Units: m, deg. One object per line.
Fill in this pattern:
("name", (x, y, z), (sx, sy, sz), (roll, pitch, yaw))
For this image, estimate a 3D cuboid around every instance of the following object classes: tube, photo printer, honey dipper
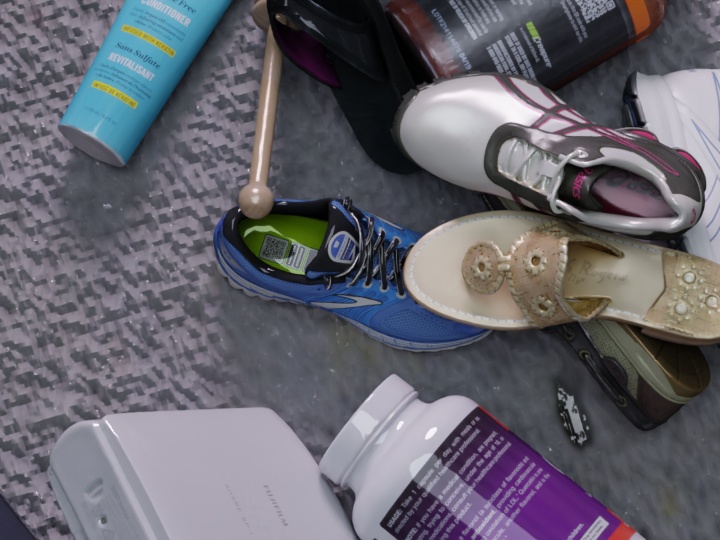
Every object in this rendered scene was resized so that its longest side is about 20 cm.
("tube", (-0.129, -0.165, 1.696), (0.077, 0.050, 0.200), (29, 76, -1))
("photo printer", (-0.079, 0.162, 1.557), (0.069, 0.200, 0.167), (-40, 66, 28))
("honey dipper", (-0.058, -0.119, 1.648), (0.038, 0.038, 0.200), (5, 56, 3))

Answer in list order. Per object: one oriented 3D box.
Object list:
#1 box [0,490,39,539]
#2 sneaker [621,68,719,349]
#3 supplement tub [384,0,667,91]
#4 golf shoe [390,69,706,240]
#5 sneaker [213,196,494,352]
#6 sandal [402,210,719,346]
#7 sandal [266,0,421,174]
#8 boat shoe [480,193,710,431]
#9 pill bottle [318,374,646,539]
("box", (-0.244, 0.251, 1.524), (0.198, 0.200, 0.123), (48, 48, 9))
("sneaker", (0.232, -0.042, 1.646), (0.087, 0.075, 0.201), (-14, 79, -6))
("supplement tub", (0.123, -0.174, 1.656), (0.200, 0.107, 0.107), (-30, 80, -4))
("golf shoe", (0.115, -0.070, 1.568), (0.199, 0.088, 0.077), (15, 102, 3))
("sneaker", (0.000, 0.000, 1.634), (0.199, 0.089, 0.079), (11, 81, 4))
("sandal", (0.132, -0.002, 1.560), (0.211, 0.070, 0.078), (9, 75, 2))
("sandal", (-0.015, -0.141, 1.629), (0.048, 0.075, 0.201), (-45, 114, -34))
("boat shoe", (0.136, 0.017, 1.637), (0.200, 0.073, 0.065), (52, 120, 20))
("pill bottle", (0.075, 0.155, 1.590), (0.200, 0.112, 0.113), (39, 83, 8))
